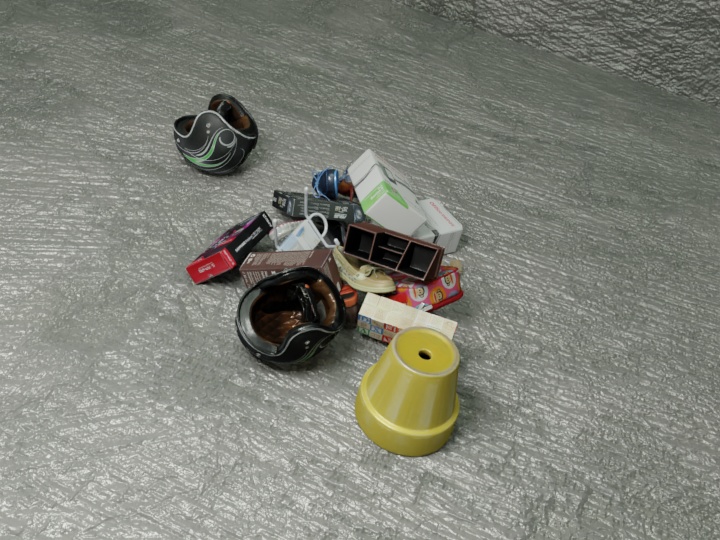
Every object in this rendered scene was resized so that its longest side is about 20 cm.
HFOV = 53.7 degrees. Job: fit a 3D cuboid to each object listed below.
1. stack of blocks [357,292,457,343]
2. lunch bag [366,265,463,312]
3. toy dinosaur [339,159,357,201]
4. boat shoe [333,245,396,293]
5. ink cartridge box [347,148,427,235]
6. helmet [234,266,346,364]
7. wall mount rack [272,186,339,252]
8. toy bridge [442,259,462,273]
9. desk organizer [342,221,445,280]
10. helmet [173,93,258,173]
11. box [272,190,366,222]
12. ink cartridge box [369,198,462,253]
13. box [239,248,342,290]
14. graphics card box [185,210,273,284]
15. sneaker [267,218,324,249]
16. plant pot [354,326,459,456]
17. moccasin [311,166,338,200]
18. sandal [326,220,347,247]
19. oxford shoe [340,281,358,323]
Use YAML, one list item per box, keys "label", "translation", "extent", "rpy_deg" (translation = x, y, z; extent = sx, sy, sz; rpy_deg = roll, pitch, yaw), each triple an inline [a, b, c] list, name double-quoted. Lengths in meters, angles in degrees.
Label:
- label: "stack of blocks"
  translation: [0.096, 0.128, 1.509]
  extent: [0.200, 0.115, 0.059]
  rpy_deg: [19, 60, 8]
- label: "lunch bag"
  translation: [0.110, 0.046, 1.583]
  extent: [0.176, 0.082, 0.200]
  rpy_deg: [-21, 13, -37]
- label: "toy dinosaur"
  translation: [-0.045, -0.236, 1.906]
  extent: [0.181, 0.105, 0.200]
  rpy_deg: [-7, 10, 37]
- label: "boat shoe"
  translation: [0.000, 0.000, 1.550]
  extent: [0.073, 0.063, 0.200]
  rpy_deg: [-7, 20, -44]
- label: "ink cartridge box"
  translation: [0.063, -0.186, 1.736]
  extent: [0.145, 0.084, 0.200]
  rpy_deg: [32, 25, -34]
- label: "helmet"
  translation: [-0.147, 0.097, 1.425]
  extent: [0.200, 0.190, 0.200]
  rpy_deg: [39, 34, -34]
- label: "wall mount rack"
  translation: [-0.135, -0.083, 1.624]
  extent: [0.074, 0.174, 0.200]
  rpy_deg: [-1, 41, 47]
- label: "toy bridge"
  translation: [0.187, -0.011, 1.714]
  extent: [0.200, 0.027, 0.067]
  rpy_deg: [17, 62, -51]
- label: "desk organizer"
  translation: [0.068, -0.042, 1.502]
  extent: [0.200, 0.072, 0.077]
  rpy_deg: [19, 13, 23]
- label: "helmet"
  translation: [-0.391, -0.355, 1.894]
  extent: [0.200, 0.191, 0.200]
  rpy_deg: [38, 30, -26]
- label: "box"
  translation: [-0.105, -0.163, 1.798]
  extent: [0.200, 0.044, 0.160]
  rpy_deg: [3, 12, -27]
- label: "ink cartridge box"
  translation: [0.140, -0.102, 1.839]
  extent: [0.200, 0.084, 0.145]
  rpy_deg: [-13, 46, -28]
- label: "box"
  translation: [-0.150, 0.016, 1.539]
  extent: [0.199, 0.100, 0.075]
  rpy_deg: [-3, 34, 21]
- label: "graphics card box"
  translation: [-0.294, -0.054, 1.622]
  extent: [0.051, 0.125, 0.200]
  rpy_deg: [57, 38, -15]
- label: "sneaker"
  translation: [-0.145, -0.074, 1.731]
  extent: [0.200, 0.074, 0.088]
  rpy_deg: [-20, 85, -60]
- label: "plant pot"
  translation: [0.102, 0.217, 1.353]
  extent: [0.200, 0.189, 0.201]
  rpy_deg: [8, 40, -7]
- label: "moccasin"
  translation: [-0.091, -0.211, 1.784]
  extent: [0.068, 0.081, 0.200]
  rpy_deg: [3, -3, -5]
- label: "sandal"
  translation: [-0.030, -0.060, 1.749]
  extent: [0.076, 0.043, 0.200]
  rpy_deg: [21, 31, -46]
- label: "oxford shoe"
  translation: [-0.061, 0.055, 1.610]
  extent: [0.071, 0.073, 0.200]
  rpy_deg: [-17, 29, -14]
